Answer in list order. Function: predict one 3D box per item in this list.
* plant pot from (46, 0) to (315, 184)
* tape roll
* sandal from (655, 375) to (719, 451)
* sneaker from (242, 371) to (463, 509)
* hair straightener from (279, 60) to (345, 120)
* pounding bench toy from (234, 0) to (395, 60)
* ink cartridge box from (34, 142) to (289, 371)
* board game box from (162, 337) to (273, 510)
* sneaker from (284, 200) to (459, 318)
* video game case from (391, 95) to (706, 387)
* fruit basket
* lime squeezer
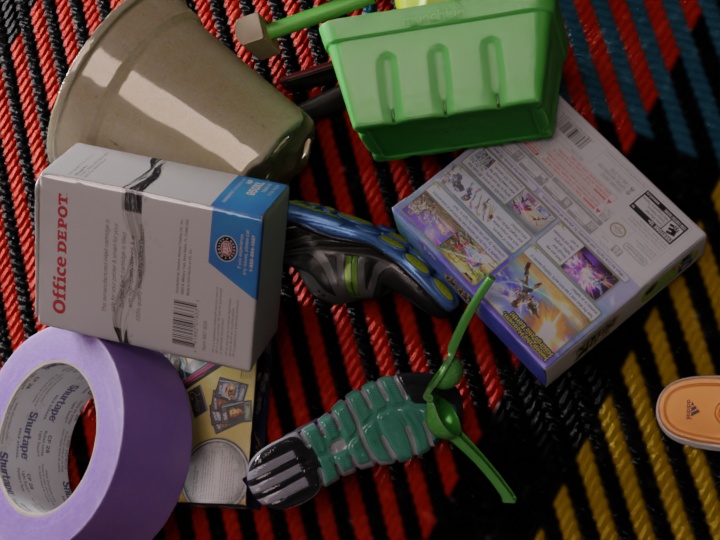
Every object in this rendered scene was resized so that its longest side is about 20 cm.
[{"bbox_3d":[-0.150,-0.126,1.430,0.183,0.200,0.201,33,88,12],"label":"plant pot"},{"bbox_3d":[-0.247,0.154,1.398,0.199,0.085,0.202,-14,68,37],"label":"tape roll"},{"bbox_3d":[0.334,0.114,1.249,0.205,0.059,0.080,-2,75,19],"label":"sandal"},{"bbox_3d":[-0.011,0.140,1.362,0.199,0.087,0.075,-21,92,-13],"label":"sneaker"},{"bbox_3d":[0.025,-0.167,1.452,0.198,0.041,0.078,-14,72,11],"label":"hair straightener"},{"bbox_3d":[-0.022,-0.285,1.445,0.155,0.124,0.202,11,91,21],"label":"pounding bench toy"},{"bbox_3d":[-0.170,-0.014,1.346,0.198,0.084,0.146,12,116,10],"label":"ink cartridge box"},{"bbox_3d":[-0.150,0.113,1.435,0.134,0.035,0.202,0,76,19],"label":"board game box"},{"bbox_3d":[0.000,0.000,1.404,0.198,0.071,0.083,21,105,21],"label":"sneaker"},{"bbox_3d":[0.158,-0.032,1.338,0.181,0.046,0.200,-38,65,-11],"label":"video game case"},{"bbox_3d":[0.075,-0.207,1.351,0.214,0.156,0.218,-4,74,13],"label":"fruit basket"},{"bbox_3d":[0.084,0.101,1.304,0.070,0.038,0.202,5,110,31],"label":"lime squeezer"}]
